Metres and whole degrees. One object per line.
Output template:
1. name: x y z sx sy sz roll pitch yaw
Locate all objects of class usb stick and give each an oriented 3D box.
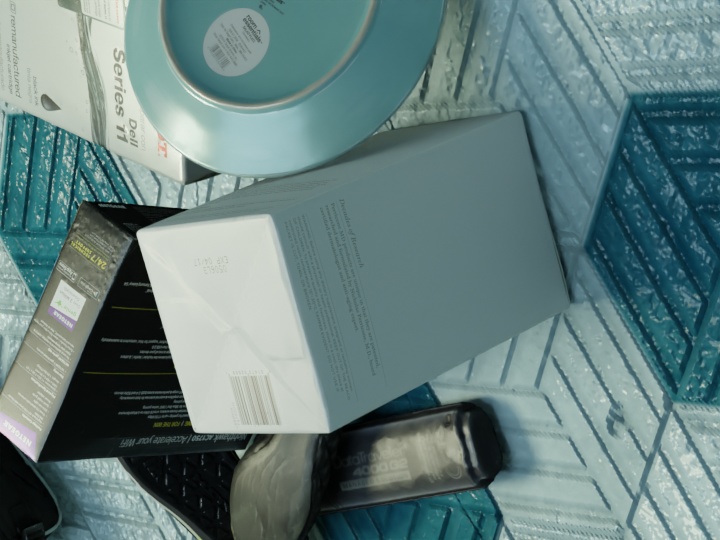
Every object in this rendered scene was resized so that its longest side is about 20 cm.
1. usb stick: 0.014 0.121 1.362 0.199 0.032 0.056 -16 88 50

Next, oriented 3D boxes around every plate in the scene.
1. plate: -0.048 -0.151 1.203 0.198 0.026 0.202 -6 72 19

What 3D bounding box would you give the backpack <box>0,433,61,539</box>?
1. backpack: -0.352 0.171 1.672 0.201 0.177 0.151 56 134 16

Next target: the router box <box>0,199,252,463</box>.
1. router box: -0.115 0.038 1.299 0.051 0.199 0.150 35 107 31

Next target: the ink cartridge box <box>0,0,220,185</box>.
1. ink cartridge box: -0.148 -0.158 1.360 0.199 0.083 0.148 24 125 37

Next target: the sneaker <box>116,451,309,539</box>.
1. sneaker: -0.114 0.139 1.451 0.201 0.072 0.083 53 167 -10

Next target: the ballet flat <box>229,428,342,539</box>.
1. ballet flat: -0.035 0.109 1.368 0.066 0.057 0.201 33 121 23

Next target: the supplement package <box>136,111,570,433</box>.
1. supplement package: 0.000 0.000 1.187 0.121 0.199 0.121 -5 105 48
